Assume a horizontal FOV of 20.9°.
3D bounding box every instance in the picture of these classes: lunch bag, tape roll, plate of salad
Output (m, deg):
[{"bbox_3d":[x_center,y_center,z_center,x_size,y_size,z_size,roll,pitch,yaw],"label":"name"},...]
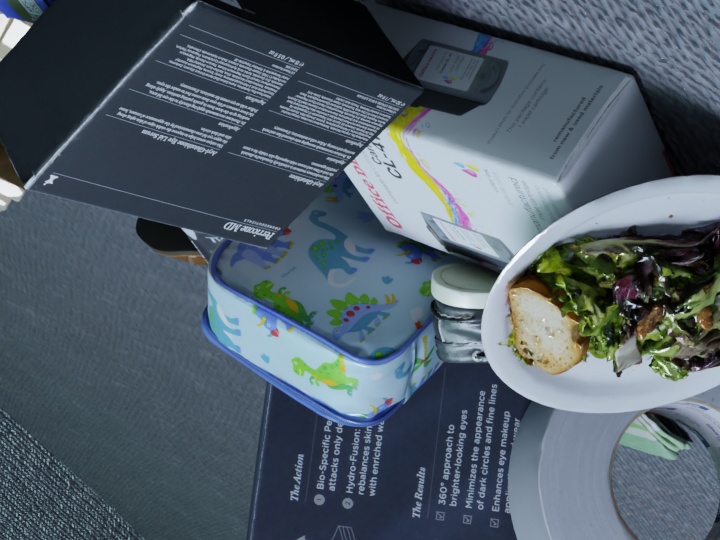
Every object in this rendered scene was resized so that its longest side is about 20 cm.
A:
[{"bbox_3d":[0.000,0.000,1.287,0.160,0.200,0.083,28,138,19],"label":"lunch bag"},{"bbox_3d":[0.200,0.139,1.267,0.200,0.201,0.066,37,162,-4],"label":"tape roll"},{"bbox_3d":[0.167,0.024,1.091,0.200,0.200,0.048,55,-164,-46],"label":"plate of salad"}]

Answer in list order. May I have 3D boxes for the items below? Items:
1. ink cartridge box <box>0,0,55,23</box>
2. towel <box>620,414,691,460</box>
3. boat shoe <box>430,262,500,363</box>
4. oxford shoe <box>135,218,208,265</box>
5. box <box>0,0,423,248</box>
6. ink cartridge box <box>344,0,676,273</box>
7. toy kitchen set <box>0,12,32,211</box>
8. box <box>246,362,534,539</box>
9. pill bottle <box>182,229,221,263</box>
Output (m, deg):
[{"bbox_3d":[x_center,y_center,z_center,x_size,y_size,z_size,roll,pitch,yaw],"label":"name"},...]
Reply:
[{"bbox_3d":[-0.176,-0.213,1.066,0.136,0.200,0.076,20,157,42],"label":"ink cartridge box"},{"bbox_3d":[0.150,0.069,1.486,0.200,0.023,0.152,45,162,-32],"label":"towel"},{"bbox_3d":[0.140,0.040,1.210,0.199,0.066,0.075,3,-159,-10],"label":"boat shoe"},{"bbox_3d":[-0.121,-0.025,1.679,0.200,0.071,0.071,16,159,46],"label":"oxford shoe"},{"bbox_3d":[-0.084,-0.097,1.058,0.200,0.141,0.079,14,-144,-53],"label":"box"},{"bbox_3d":[0.082,-0.066,1.155,0.200,0.086,0.148,20,157,38],"label":"ink cartridge box"},{"bbox_3d":[-0.229,-0.072,1.173,0.200,0.163,0.181,27,-151,-19],"label":"toy kitchen set"},{"bbox_3d":[0.026,0.153,1.336,0.199,0.197,0.117,8,167,0],"label":"box"},{"bbox_3d":[-0.084,-0.049,1.478,0.106,0.106,0.200,23,159,36],"label":"pill bottle"}]
